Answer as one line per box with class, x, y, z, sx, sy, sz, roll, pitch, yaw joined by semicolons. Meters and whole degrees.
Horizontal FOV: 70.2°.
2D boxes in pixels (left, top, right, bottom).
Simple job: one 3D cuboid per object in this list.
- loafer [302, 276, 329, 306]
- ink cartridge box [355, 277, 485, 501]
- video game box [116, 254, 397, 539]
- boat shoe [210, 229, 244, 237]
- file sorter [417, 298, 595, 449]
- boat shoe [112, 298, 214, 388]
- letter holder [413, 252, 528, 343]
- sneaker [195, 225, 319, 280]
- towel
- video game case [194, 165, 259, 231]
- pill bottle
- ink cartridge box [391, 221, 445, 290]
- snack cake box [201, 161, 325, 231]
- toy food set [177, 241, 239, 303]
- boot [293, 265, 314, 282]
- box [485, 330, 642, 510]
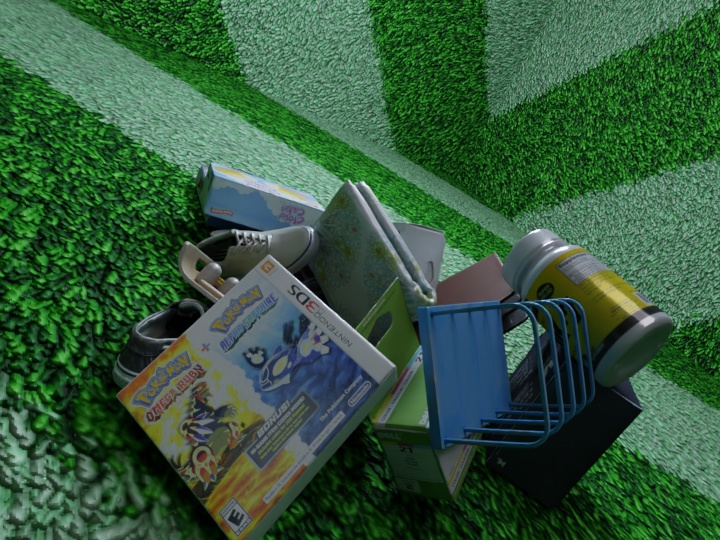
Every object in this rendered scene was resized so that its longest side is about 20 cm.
loafer;-0.080;0.050;0.792;0.197;0.072;0.064;-5;54;-35
ink cartridge box;0.072;0.129;0.586;0.075;0.203;0.148;-5;26;35
video game box;-0.094;0.109;0.483;0.181;0.200;0.047;37;-20;24
boat shoe;-0.171;-0.034;0.877;0.075;0.061;0.198;20;12;38
file sorter;0.168;0.102;0.561;0.121;0.142;0.199;-9;-6;35
boat shoe;-0.194;0.070;0.583;0.071;0.072;0.200;29;17;3
letter holder;0.170;0.084;0.841;0.101;0.198;0.143;56;13;-21
sneaker;-0.153;-0.026;0.730;0.071;0.197;0.074;39;44;-54
towel;0.000;0.000;0.711;0.048;0.171;0.202;-23;76;-38
video game case;-0.224;-0.125;1.037;0.198;0.046;0.182;17;26;-33
pill bottle;0.286;0.041;0.672;0.113;0.115;0.201;11;30;-41
ink cartridge box;0.040;-0.006;0.871;0.082;0.150;0.199;12;-1;-31
snack cake box;-0.172;-0.118;0.898;0.197;0.068;0.115;15;15;-26
toy food set;-0.129;0.043;0.652;0.199;0.061;0.144;37;-10;6
boot;-0.054;-0.028;0.865;0.076;0.197;0.097;65;11;-4
box;0.293;0.201;0.770;0.117;0.199;0.200;33;21;8
